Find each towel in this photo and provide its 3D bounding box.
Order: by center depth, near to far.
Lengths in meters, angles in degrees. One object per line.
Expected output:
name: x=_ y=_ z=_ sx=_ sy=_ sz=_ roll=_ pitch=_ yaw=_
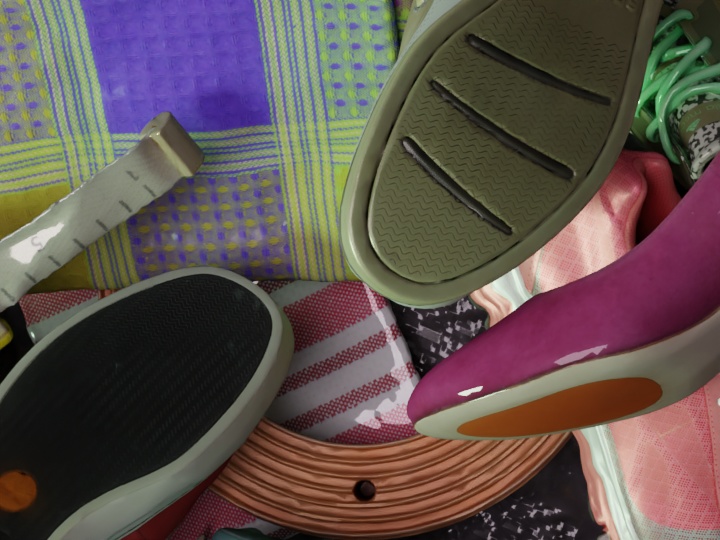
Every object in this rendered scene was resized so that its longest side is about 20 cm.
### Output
towel: x=-0.078 y=-0.050 z=0.730 sx=0.199 sy=0.023 sz=0.144 roll=-1 pitch=124 yaw=4
towel: x=-0.060 y=0.012 z=0.821 sx=0.146 sy=0.030 sz=0.200 roll=-24 pitch=86 yaw=18

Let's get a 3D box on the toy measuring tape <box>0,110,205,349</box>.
toy measuring tape: x=-0.146 y=0.004 z=0.734 sx=0.200 sy=0.074 sz=0.074 roll=-38 pitch=80 yaw=-1

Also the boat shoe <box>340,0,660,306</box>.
boat shoe: x=0.052 y=-0.073 z=0.669 sx=0.075 sy=0.068 sz=0.200 roll=35 pitch=74 yaw=-12

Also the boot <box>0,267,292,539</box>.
boot: x=-0.099 y=0.098 z=0.745 sx=0.072 sy=0.144 sz=0.200 roll=36 pitch=68 yaw=21

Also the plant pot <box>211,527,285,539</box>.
plant pot: x=-0.015 y=0.197 z=0.737 sx=0.200 sy=0.200 sz=0.188 roll=13 pitch=83 yaw=19

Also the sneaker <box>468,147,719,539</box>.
sneaker: x=0.114 y=0.047 z=0.705 sx=0.087 sy=0.074 sz=0.200 roll=-28 pitch=98 yaw=46

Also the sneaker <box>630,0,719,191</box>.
sneaker: x=0.124 y=-0.057 z=0.713 sx=0.200 sy=0.089 sz=0.077 roll=42 pitch=106 yaw=13

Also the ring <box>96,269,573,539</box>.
ring: x=0.000 y=0.000 z=0.777 sx=0.200 sy=0.019 sz=0.201 roll=0 pitch=87 yaw=6

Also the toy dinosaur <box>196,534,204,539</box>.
toy dinosaur: x=-0.141 y=0.170 z=0.832 sx=0.200 sy=0.058 sz=0.101 roll=-15 pitch=101 yaw=31

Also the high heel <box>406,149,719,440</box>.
high heel: x=0.099 y=-0.015 z=0.653 sx=0.200 sy=0.067 sz=0.096 roll=-20 pitch=67 yaw=7
